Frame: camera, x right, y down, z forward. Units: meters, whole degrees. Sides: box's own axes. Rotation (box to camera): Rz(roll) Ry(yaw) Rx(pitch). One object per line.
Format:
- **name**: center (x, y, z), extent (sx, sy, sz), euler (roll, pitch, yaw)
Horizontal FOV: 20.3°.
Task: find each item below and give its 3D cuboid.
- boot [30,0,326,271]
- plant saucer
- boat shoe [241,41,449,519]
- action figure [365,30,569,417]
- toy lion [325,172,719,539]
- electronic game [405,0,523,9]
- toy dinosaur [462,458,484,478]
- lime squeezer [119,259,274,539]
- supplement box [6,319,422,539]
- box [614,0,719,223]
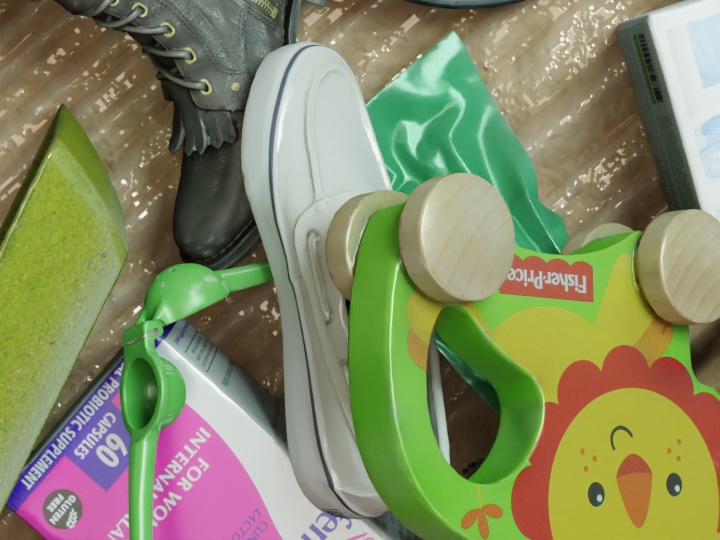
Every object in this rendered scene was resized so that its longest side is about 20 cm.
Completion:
- **boot**: center (-0.100, -0.110, 0.850), extent (0.173, 0.069, 0.201), euler (15, 84, -41)
- **plant saucer**: center (-0.149, 0.036, 0.843), extent (0.048, 0.200, 0.201), euler (26, 94, -11)
- **boat shoe**: center (0.000, 0.000, 0.830), extent (0.065, 0.072, 0.201), euler (-14, 76, 43)
- **action figure**: center (0.060, 0.007, 0.911), extent (0.118, 0.055, 0.200), euler (-40, 90, 1)
- **toy lion**: center (0.080, 0.069, 0.798), extent (0.199, 0.068, 0.193), euler (7, 80, -37)
- **electronic game**: center (0.053, -0.208, 0.855), extent (0.199, 0.042, 0.201), euler (-6, 117, -12)
- **toy dinosaur**: center (0.074, 0.128, 0.847), extent (0.058, 0.200, 0.101), euler (-33, 89, 20)
- **lime squeezer**: center (-0.071, 0.044, 0.826), extent (0.071, 0.038, 0.201), euler (50, 52, -35)
- **supplement box**: center (-0.048, 0.120, 0.897), extent (0.200, 0.103, 0.101), euler (41, 92, -5)
- **box**: center (0.227, -0.085, 0.880), extent (0.199, 0.101, 0.113), euler (-17, 94, 1)
